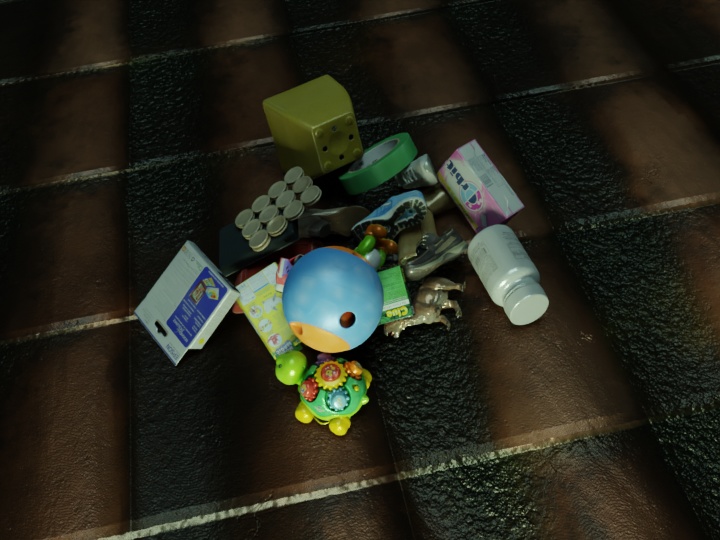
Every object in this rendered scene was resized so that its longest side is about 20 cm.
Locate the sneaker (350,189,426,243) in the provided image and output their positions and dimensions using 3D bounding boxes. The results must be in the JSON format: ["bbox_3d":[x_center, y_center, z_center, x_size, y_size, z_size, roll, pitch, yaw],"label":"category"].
[{"bbox_3d":[0.067,-0.119,1.822,0.197,0.079,0.091,-25,27,23],"label":"sneaker"}]

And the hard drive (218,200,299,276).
[{"bbox_3d":[-0.232,-0.082,1.801,0.197,0.033,0.141,-25,43,15],"label":"hard drive"}]

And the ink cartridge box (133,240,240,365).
[{"bbox_3d":[-0.373,0.070,1.715,0.197,0.047,0.201,41,97,35],"label":"ink cartridge box"}]

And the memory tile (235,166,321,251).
[{"bbox_3d":[-0.184,-0.139,1.780,0.199,0.017,0.153,-40,41,-3],"label":"memory tile"}]

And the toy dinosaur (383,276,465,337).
[{"bbox_3d":[0.139,0.059,1.681,0.134,0.087,0.200,21,47,31],"label":"toy dinosaur"}]

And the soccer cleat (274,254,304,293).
[{"bbox_3d":[-0.108,-0.001,1.678,0.067,0.075,0.199,12,15,29],"label":"soccer cleat"}]

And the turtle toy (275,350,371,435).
[{"bbox_3d":[-0.074,0.216,1.544,0.196,0.102,0.147,15,51,18],"label":"turtle toy"}]

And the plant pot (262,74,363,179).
[{"bbox_3d":[-0.094,-0.332,1.931,0.192,0.199,0.200,-26,31,-17],"label":"plant pot"}]

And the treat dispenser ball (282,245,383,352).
[{"bbox_3d":[-0.053,0.055,1.542,0.196,0.203,0.204,-3,48,3],"label":"treat dispenser ball"}]

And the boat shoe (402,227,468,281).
[{"bbox_3d":[0.147,-0.038,1.707,0.198,0.074,0.074,-25,79,-45],"label":"boat shoe"}]

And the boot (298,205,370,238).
[{"bbox_3d":[-0.092,-0.122,1.870,0.145,0.072,0.198,17,25,41],"label":"boot"}]

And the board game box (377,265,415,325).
[{"bbox_3d":[0.006,0.067,1.640,0.196,0.023,0.107,-16,84,18],"label":"board game box"}]

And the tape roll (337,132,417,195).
[{"bbox_3d":[0.041,-0.256,1.917,0.198,0.049,0.201,-30,19,11],"label":"tape roll"}]

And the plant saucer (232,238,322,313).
[{"bbox_3d":[-0.184,0.002,1.790,0.195,0.037,0.202,-2,48,2],"label":"plant saucer"}]

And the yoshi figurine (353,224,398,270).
[{"bbox_3d":[0.012,0.006,1.718,0.111,0.112,0.202,32,74,4],"label":"yoshi figurine"}]

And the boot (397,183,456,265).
[{"bbox_3d":[0.166,-0.101,1.833,0.172,0.067,0.203,-13,46,11],"label":"boot"}]

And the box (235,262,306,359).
[{"bbox_3d":[-0.172,0.092,1.675,0.116,0.049,0.201,-31,62,-12],"label":"box"}]

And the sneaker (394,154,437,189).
[{"bbox_3d":[0.129,-0.220,1.872,0.079,0.200,0.072,-21,91,-6],"label":"sneaker"}]

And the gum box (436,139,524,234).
[{"bbox_3d":[0.263,-0.184,1.801,0.066,0.114,0.202,-30,80,-31],"label":"gum box"}]

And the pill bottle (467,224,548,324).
[{"bbox_3d":[0.312,0.010,1.682,0.112,0.116,0.202,-16,49,-9],"label":"pill bottle"}]
